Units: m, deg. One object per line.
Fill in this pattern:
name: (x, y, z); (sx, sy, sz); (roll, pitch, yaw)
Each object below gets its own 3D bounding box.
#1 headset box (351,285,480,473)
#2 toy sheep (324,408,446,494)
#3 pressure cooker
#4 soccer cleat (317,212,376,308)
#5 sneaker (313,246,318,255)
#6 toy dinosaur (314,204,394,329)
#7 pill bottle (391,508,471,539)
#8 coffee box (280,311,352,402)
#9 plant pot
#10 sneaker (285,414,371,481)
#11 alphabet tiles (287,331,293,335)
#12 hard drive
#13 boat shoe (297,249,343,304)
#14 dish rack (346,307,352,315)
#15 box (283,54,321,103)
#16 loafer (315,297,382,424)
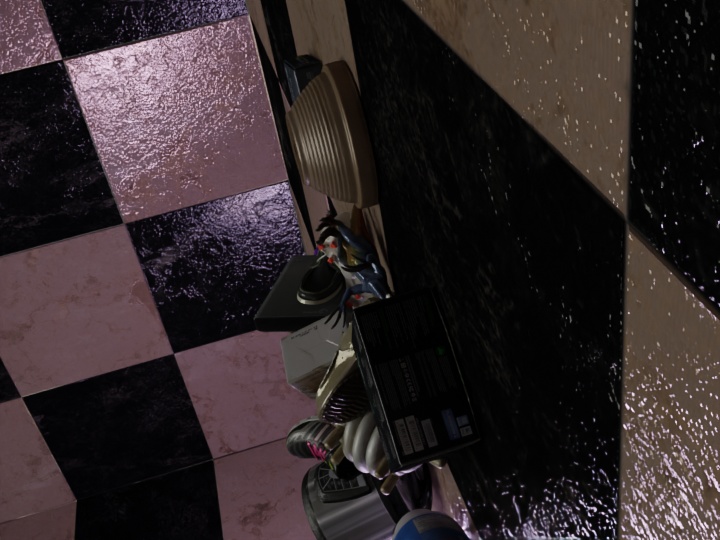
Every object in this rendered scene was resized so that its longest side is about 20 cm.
headset box: (0.055, 0.134, 0.964); (0.200, 0.092, 0.176); (94, 159, -73)
toy sheep: (0.034, 0.233, 1.186); (0.199, 0.138, 0.139); (26, 147, 26)
pressure cooker: (0.024, 0.364, 1.373); (0.177, 0.199, 0.179); (63, -168, 4)
soccer cleat: (0.000, 0.000, 1.336); (0.069, 0.078, 0.201); (1, 130, 39)
sneaker: (-0.041, 0.006, 1.682); (0.100, 0.069, 0.201); (86, 160, -52)
toy dinosaur: (0.015, -0.012, 1.189); (0.181, 0.200, 0.105); (38, 149, 11)
pill bottle: (0.098, 0.386, 1.109); (0.200, 0.111, 0.113); (174, 81, -84)
coffee box: (-0.021, 0.152, 1.284); (0.200, 0.114, 0.080); (43, -154, -51)
plant pot: (-0.046, -0.175, 1.138); (0.201, 0.092, 0.203); (164, 90, -85)
sneaker: (-0.040, 0.279, 1.298); (0.074, 0.198, 0.088); (66, -147, -30)
alphabet tiles: (-0.067, 0.107, 1.483); (0.167, 0.006, 0.200); (48, -159, -4)
hard drive: (-0.081, 0.036, 1.410); (0.200, 0.138, 0.033); (-66, -31, -56)
boat shoe: (-0.054, -0.014, 1.381); (0.200, 0.071, 0.068); (-56, -32, -50)
dish rack: (0.007, 0.107, 1.477); (0.200, 0.043, 0.172); (-114, -1, -57)
box: (-0.081, -0.261, 1.436); (0.158, 0.051, 0.202); (-123, 19, -67)
loafer: (-0.001, 0.121, 1.126); (0.201, 0.075, 0.068); (-58, 33, 19)
